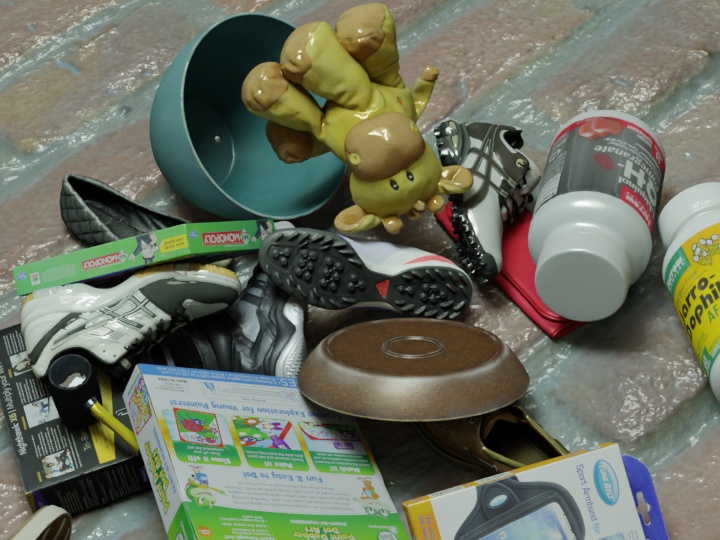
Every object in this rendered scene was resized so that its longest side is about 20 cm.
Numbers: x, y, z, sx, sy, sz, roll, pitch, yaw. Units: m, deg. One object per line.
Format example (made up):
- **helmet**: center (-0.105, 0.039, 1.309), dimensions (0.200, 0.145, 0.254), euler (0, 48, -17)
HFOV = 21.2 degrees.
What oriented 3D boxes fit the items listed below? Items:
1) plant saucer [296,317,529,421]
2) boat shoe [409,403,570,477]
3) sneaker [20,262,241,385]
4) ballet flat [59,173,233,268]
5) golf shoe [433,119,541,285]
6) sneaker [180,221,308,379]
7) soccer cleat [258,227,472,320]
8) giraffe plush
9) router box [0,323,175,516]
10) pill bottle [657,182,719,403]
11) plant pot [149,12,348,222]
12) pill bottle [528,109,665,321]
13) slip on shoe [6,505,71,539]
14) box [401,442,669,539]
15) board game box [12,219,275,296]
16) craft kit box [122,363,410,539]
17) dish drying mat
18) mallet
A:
- **plant saucer**: center (0.045, 0.079, 1.647), dimensions (0.200, 0.035, 0.200), euler (0, 18, 0)
- **boat shoe**: center (0.116, 0.136, 1.621), dimensions (0.200, 0.068, 0.072), euler (32, 59, 33)
- **sneaker**: center (-0.197, 0.052, 1.682), dimensions (0.200, 0.076, 0.088), euler (-13, 67, 10)
- **ballet flat**: center (-0.211, -0.039, 1.849), dimensions (0.200, 0.057, 0.066), euler (19, 53, 25)
- **golf shoe**: center (0.125, -0.073, 1.790), dimensions (0.094, 0.078, 0.200), euler (-8, 47, 1)
- **sneaker**: center (-0.106, 0.035, 1.747), dimensions (0.114, 0.076, 0.200), euler (-4, 49, 2)
- **soccer cleat**: center (0.000, 0.000, 1.734), dimensions (0.200, 0.068, 0.073), euler (11, 13, -17)
- **giraffe plush**: center (0.009, -0.116, 1.738), dimensions (0.173, 0.200, 0.162), euler (-38, 50, 17)
- **router box**: center (-0.237, 0.115, 1.708), dimensions (0.157, 0.052, 0.200), euler (-18, 47, -7)
- **pill bottle**: center (0.328, 0.019, 1.669), dimensions (0.113, 0.113, 0.200), euler (-13, 46, -3)
- **plant pot**: center (-0.126, -0.135, 1.858), dimensions (0.135, 0.200, 0.200), euler (-15, 31, 50)
- **pill bottle**: center (0.212, -0.047, 1.736), dimensions (0.111, 0.111, 0.200), euler (4, 40, 13)
- **slip on shoe**: center (-0.313, 0.265, 1.567), dimensions (0.061, 0.076, 0.200), euler (25, 62, 21)
- **box**: center (0.145, 0.213, 1.518), dimensions (0.200, 0.041, 0.119), euler (-16, 88, -4)
- **board game box**: center (-0.194, -0.012, 1.735), dimensions (0.200, 0.029, 0.135), euler (-12, -3, 32)
- **craft kit box**: center (-0.077, 0.166, 1.576), dimensions (0.200, 0.049, 0.198), euler (8, 35, -30)
- **dish drying mat**: center (0.152, -0.014, 1.794), dimensions (0.077, 0.018, 0.200), euler (-27, 48, -18)
- **mallet**: center (-0.186, 0.150, 1.613), dimensions (0.200, 0.066, 0.041), euler (40, 65, 19)
